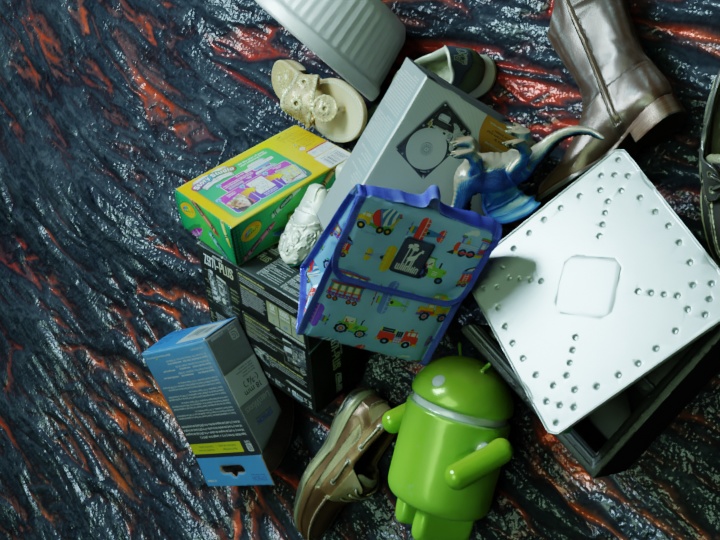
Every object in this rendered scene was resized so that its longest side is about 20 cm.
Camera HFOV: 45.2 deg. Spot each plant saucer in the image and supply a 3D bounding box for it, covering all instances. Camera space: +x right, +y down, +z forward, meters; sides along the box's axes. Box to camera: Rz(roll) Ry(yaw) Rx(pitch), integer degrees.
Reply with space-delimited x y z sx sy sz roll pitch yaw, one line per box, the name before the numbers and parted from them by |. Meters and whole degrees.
plant saucer | -0.175 0.192 1.183 0.198 0.036 0.205 -4 84 37

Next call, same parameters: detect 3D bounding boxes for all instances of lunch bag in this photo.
lunch bag | 0.037 -0.012 0.855 0.201 0.148 0.095 120 158 -44

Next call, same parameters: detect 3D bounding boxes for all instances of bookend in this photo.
bookend | 0.238 0.055 0.842 0.201 0.091 0.199 -53 57 19

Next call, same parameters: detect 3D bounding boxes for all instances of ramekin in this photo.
ramekin | -0.032 -0.303 1.030 0.095 0.202 0.203 -48 59 10

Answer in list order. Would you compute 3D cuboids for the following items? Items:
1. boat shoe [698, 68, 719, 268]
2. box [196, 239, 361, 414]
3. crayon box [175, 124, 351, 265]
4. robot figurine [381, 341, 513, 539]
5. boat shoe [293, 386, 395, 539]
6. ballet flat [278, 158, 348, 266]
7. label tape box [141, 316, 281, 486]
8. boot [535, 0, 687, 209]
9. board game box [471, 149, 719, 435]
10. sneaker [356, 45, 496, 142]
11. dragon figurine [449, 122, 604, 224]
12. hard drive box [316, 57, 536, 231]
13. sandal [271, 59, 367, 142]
boat shoe | 0.342 -0.096 0.794 0.072 0.064 0.205 -5 83 35
box | -0.099 0.050 1.061 0.198 0.086 0.166 27 135 37
crayon box | -0.113 -0.098 1.066 0.118 0.199 0.059 31 142 37
robot figurine | 0.097 0.184 0.923 0.175 0.114 0.204 -152 75 -66
boat shoe | -0.015 0.240 1.032 0.073 0.075 0.203 32 105 32
ballet flat | -0.027 -0.088 1.015 0.199 0.072 0.072 -38 55 -20
label tape box | -0.177 0.170 1.100 0.143 0.063 0.203 -13 106 43
boot | 0.224 -0.189 0.902 0.186 0.064 0.203 -37 61 33
board game box | 0.214 0.018 0.800 0.199 0.026 0.202 -39 50 18
sneaker | 0.055 -0.204 1.010 0.198 0.089 0.068 -25 72 33
dragon figurine | 0.147 -0.088 0.872 0.196 0.059 0.101 -13 117 12
hard drive box | 0.069 -0.099 0.941 0.202 0.154 0.077 -58 26 18
sandal | -0.077 -0.216 1.100 0.211 0.069 0.079 40 131 45
